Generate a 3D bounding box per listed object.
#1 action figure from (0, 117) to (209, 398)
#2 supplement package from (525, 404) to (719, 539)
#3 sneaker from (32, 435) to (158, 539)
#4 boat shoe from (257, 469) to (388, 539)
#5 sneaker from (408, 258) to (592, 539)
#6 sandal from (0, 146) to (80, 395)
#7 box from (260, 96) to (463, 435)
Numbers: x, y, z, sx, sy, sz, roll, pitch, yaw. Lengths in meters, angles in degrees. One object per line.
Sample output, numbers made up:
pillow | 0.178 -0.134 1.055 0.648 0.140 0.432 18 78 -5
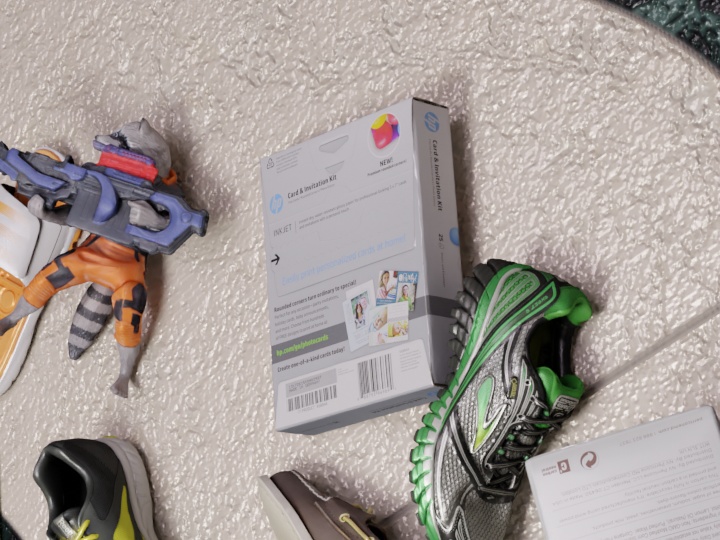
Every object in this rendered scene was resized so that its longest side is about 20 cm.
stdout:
action figure | -0.208 -0.029 1.715 0.200 0.105 0.194 26 92 15
supplement package | 0.184 0.197 1.313 0.117 0.117 0.200 -18 68 11
sneaker | -0.185 0.208 1.650 0.074 0.085 0.200 -41 57 26
boat shoe | -0.005 0.192 1.524 0.059 0.072 0.200 -28 38 -14
sneaker | 0.091 0.094 1.457 0.085 0.078 0.200 10 86 39
sandal | -0.278 0.002 1.789 0.079 0.059 0.207 20 93 40
box | 0.000 0.000 1.565 0.156 0.041 0.200 -20 69 42
